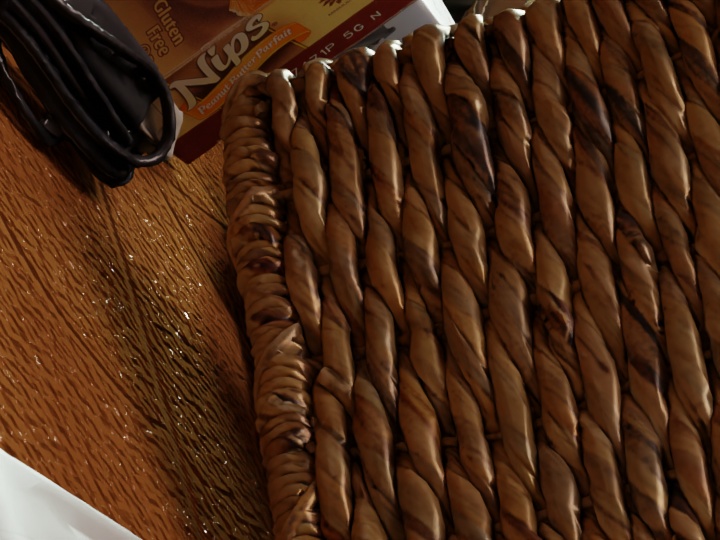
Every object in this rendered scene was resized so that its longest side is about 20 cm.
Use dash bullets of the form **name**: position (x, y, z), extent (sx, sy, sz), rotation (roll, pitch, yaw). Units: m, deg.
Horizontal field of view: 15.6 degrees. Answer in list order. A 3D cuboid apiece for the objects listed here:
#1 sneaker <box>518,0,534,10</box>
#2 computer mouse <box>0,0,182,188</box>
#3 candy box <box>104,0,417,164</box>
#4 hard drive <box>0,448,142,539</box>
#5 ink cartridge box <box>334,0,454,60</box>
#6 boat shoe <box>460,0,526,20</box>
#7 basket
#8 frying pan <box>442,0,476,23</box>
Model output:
- **sneaker**: position (0.055, -0.063, 0.896), extent (0.077, 0.200, 0.111), rotation (35, 11, -24)
- **computer mouse**: position (-0.102, -0.125, 0.706), extent (0.139, 0.053, 0.200), rotation (48, 12, -42)
- **candy box**: position (-0.061, -0.149, 0.816), extent (0.201, 0.115, 0.055), rotation (60, 9, 25)
- **hard drive**: position (-0.005, 0.128, 0.397), extent (0.201, 0.027, 0.132), rotation (61, 9, 32)
- **ink cartridge box**: position (-0.044, -0.135, 0.972), extent (0.200, 0.083, 0.146), rotation (48, 12, -46)
- **boat shoe**: position (0.113, -0.037, 1.092), extent (0.201, 0.075, 0.074), rotation (58, -12, 6)
- **basket**: position (0.061, 0.042, 0.631), extent (0.143, 0.148, 0.201), rotation (66, 9, -50)
- **frying pan**: position (0.078, -0.072, 1.162), extent (0.031, 0.189, 0.116), rotation (-35, 130, -58)
